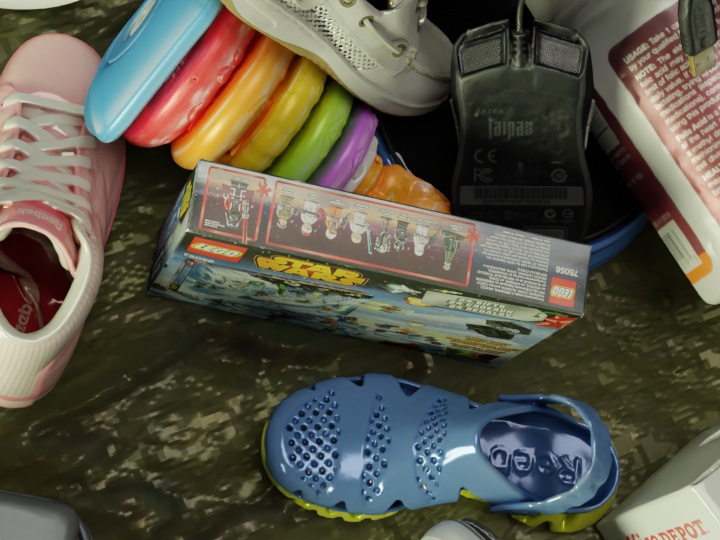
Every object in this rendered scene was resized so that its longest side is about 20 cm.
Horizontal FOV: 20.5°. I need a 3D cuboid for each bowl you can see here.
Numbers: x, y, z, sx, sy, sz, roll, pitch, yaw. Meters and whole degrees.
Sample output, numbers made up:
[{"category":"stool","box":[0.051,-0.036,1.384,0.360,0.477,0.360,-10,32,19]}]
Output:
[{"category":"bowl","box":[0.086,-0.093,1.104,0.199,0.039,0.202,4,73,-14]}]

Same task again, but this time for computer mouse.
[{"category":"computer mouse","box":[0.108,-0.092,0.992,0.140,0.201,0.046,-4,34,9]}]

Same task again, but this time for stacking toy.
[{"category":"stacking toy","box":[-0.032,-0.072,1.014,0.200,0.110,0.116,35,24,-17]}]

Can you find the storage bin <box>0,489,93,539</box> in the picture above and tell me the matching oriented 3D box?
[{"category":"storage bin","box":[-0.178,0.189,0.904,0.145,0.134,0.201,12,73,-11]}]

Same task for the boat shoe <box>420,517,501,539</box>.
[{"category":"boat shoe","box":[0.115,0.192,1.018,0.200,0.070,0.066,45,61,0]}]

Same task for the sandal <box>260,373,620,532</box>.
[{"category":"sandal","box":[0.049,0.089,1.019,0.199,0.087,0.080,2,76,-12]}]

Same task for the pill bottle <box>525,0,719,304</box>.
[{"category":"pill bottle","box":[0.176,-0.094,1.047,0.114,0.114,0.201,-31,85,-20]}]

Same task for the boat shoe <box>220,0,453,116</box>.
[{"category":"boat shoe","box":[0.004,-0.133,0.971,0.069,0.200,0.071,-37,62,20]}]

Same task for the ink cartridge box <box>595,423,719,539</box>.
[{"category":"ink cartridge box","box":[0.227,0.176,1.009,0.084,0.146,0.200,-35,85,-20]}]

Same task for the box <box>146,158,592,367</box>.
[{"category":"box","box":[0.000,0.000,1.002,0.199,0.137,0.040,12,74,-12]}]

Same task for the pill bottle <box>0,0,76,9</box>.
[{"category":"pill bottle","box":[-0.179,-0.245,1.039,0.108,0.109,0.201,0,75,-15]}]

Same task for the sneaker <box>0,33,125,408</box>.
[{"category":"sneaker","box":[-0.155,-0.038,0.991,0.075,0.105,0.201,11,71,-10]}]
